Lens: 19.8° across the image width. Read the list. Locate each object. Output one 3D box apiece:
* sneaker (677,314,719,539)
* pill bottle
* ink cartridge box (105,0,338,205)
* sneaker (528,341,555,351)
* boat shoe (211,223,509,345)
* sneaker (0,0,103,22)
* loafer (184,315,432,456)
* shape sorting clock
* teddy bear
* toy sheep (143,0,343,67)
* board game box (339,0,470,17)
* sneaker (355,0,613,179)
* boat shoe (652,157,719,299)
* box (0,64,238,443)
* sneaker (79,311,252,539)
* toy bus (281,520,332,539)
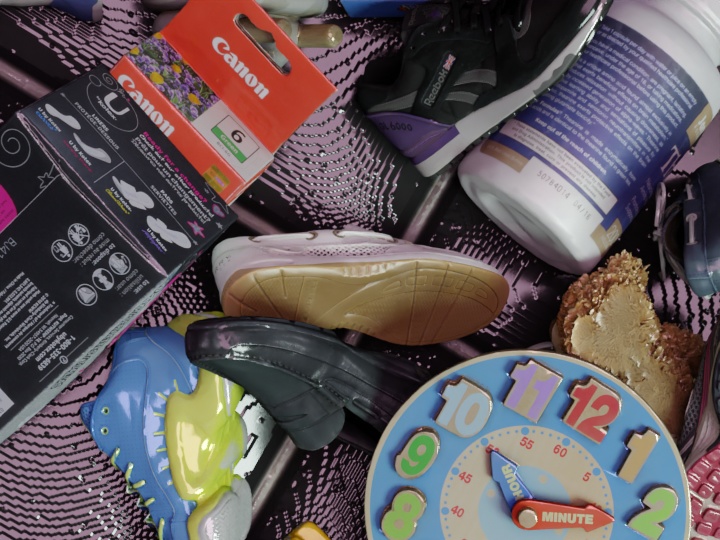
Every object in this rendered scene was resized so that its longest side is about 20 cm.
[{"bbox_3d":[0.238,0.105,1.288,0.080,0.075,0.201,15,106,-4],"label":"sneaker"},{"bbox_3d":[0.164,-0.105,1.334,0.111,0.111,0.200,40,82,-3],"label":"pill bottle"},{"bbox_3d":[-0.118,-0.080,1.266,0.109,0.050,0.200,46,123,-2],"label":"ink cartridge box"},{"bbox_3d":[0.101,0.141,1.321,0.077,0.082,0.201,24,83,-5],"label":"sneaker"},{"bbox_3d":[0.000,0.000,1.324,0.199,0.069,0.071,5,125,-25],"label":"boat shoe"},{"bbox_3d":[-0.227,-0.255,1.307,0.115,0.081,0.201,-6,88,-10],"label":"sneaker"},{"bbox_3d":[-0.029,0.075,1.274,0.200,0.068,0.071,22,71,-44],"label":"loafer"},{"bbox_3d":[0.101,0.147,1.254,0.199,0.039,0.201,0,95,5],"label":"shape sorting clock"},{"bbox_3d":[0.177,0.086,1.326,0.200,0.067,0.145,42,76,-29],"label":"teddy bear"},{"bbox_3d":[-0.077,-0.188,1.299,0.137,0.138,0.201,5,90,-8],"label":"toy sheep"},{"bbox_3d":[0.068,-0.266,1.339,0.151,0.045,0.201,1,81,10],"label":"board game box"},{"bbox_3d":[0.072,-0.139,1.286,0.087,0.200,0.076,40,39,-13],"label":"sneaker"},{"bbox_3d":[0.217,-0.022,1.297,0.062,0.200,0.075,-13,107,3],"label":"boat shoe"},{"bbox_3d":[-0.194,-0.004,1.232,0.132,0.115,0.200,48,119,-3],"label":"box"},{"bbox_3d":[-0.124,0.125,1.307,0.104,0.076,0.201,3,85,11],"label":"sneaker"},{"bbox_3d":[0.015,0.250,1.303,0.065,0.078,0.200,-43,92,-9],"label":"toy bus"}]
